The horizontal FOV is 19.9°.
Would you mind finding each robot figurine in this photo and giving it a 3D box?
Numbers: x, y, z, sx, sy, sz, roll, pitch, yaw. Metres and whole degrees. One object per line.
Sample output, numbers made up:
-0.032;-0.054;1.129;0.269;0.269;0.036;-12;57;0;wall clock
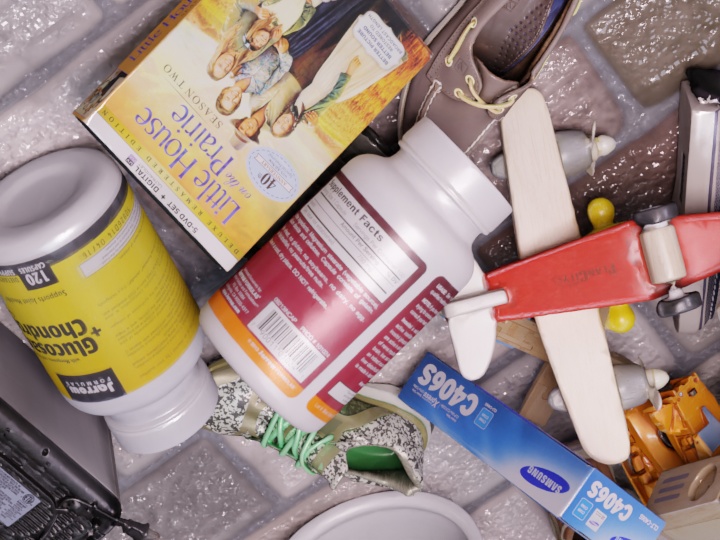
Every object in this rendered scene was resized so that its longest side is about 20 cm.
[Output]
0.257;0.174;1.512;0.058;0.145;0.201;-34;96;-26;robot figurine

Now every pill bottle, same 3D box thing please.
0.000;0.000;1.335;0.200;0.113;0.113;-44;120;2;pill bottle
-0.172;0.025;1.382;0.111;0.112;0.201;-24;123;5;pill bottle

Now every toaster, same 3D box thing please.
-0.276;0.148;1.437;0.180;0.119;0.200;-37;120;14;toaster

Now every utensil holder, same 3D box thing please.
0.035;0.297;1.562;0.169;0.170;0.201;-18;126;2;utensil holder

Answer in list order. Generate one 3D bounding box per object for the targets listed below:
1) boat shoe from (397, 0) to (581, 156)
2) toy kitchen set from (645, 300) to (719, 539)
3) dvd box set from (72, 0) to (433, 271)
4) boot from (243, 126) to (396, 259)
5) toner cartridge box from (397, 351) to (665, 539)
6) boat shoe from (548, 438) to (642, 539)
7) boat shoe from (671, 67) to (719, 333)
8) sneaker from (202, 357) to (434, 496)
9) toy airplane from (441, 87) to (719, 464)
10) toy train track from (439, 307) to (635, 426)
0.087;-0.142;1.354;0.071;0.060;0.201;22;116;-22;boat shoe
0.270;0.072;1.384;0.163;0.201;0.180;35;155;-12;toy kitchen set
-0.066;-0.120;1.313;0.200;0.029;0.146;-46;118;-7;dvd box set
-0.039;-0.058;1.393;0.130;0.068;0.200;-39;124;4;boot
0.117;0.132;1.441;0.095;0.200;0.043;36;88;-38;toner cartridge box
0.182;0.201;1.558;0.075;0.072;0.200;-28;143;9;boat shoe
0.268;-0.045;1.437;0.092;0.075;0.201;-1;122;-1;boat shoe
-0.033;0.116;1.478;0.198;0.089;0.077;12;120;-17;sneaker
0.146;0.004;1.407;0.198;0.141;0.201;32;106;14;toy airplane
0.112;0.039;1.488;0.199;0.033;0.115;24;106;-18;toy train track
